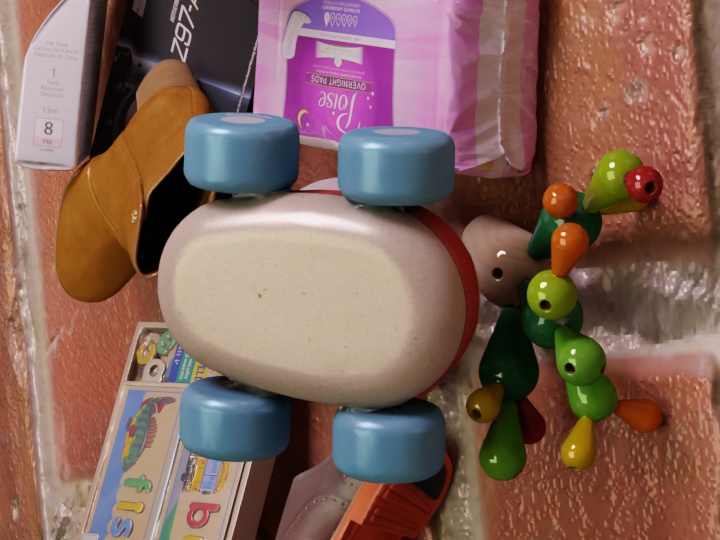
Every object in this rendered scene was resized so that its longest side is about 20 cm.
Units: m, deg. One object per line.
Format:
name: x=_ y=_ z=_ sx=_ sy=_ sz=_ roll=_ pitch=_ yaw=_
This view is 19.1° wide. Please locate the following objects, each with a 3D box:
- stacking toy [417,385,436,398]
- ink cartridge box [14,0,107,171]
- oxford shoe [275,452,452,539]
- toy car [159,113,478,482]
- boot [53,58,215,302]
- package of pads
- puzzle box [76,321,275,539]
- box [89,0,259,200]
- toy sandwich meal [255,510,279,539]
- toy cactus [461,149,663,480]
stacking toy: x=-0.025 y=0.026 z=1.346 sx=0.200 sy=0.085 sz=0.086 roll=31 pitch=117 yaw=41
ink cartridge box: x=-0.203 y=-0.174 z=1.488 sx=0.163 sy=0.057 sz=0.200 roll=-115 pitch=28 yaw=-83
oxford shoe: x=-0.023 y=0.174 z=1.338 sx=0.200 sy=0.071 sz=0.073 roll=-52 pitch=46 yaw=7
toy car: x=0.000 y=0.000 z=1.219 sx=0.177 sy=0.200 sz=0.185 roll=6 pitch=103 yaw=21
boot: x=-0.148 y=-0.030 z=1.392 sx=0.201 sy=0.071 sz=0.144 roll=-63 pitch=22 yaw=26
package of pads: x=0.021 y=-0.125 z=1.270 sx=0.200 sy=0.076 sz=0.121 roll=15 pitch=104 yaw=50
puzzle box: x=-0.118 y=0.131 z=1.420 sx=0.133 sy=0.025 sz=0.200 roll=0 pitch=67 yaw=35
box: x=-0.109 y=-0.122 z=1.458 sx=0.160 sy=0.043 sz=0.200 roll=43 pitch=126 yaw=39
toy sandwich meal: x=-0.078 y=0.265 z=1.443 sx=0.205 sy=0.070 sz=0.206 roll=8 pitch=100 yaw=51
toy cactus: x=0.107 y=0.013 z=1.186 sx=0.165 sy=0.102 sz=0.200 roll=-126 pitch=42 yaw=-58
